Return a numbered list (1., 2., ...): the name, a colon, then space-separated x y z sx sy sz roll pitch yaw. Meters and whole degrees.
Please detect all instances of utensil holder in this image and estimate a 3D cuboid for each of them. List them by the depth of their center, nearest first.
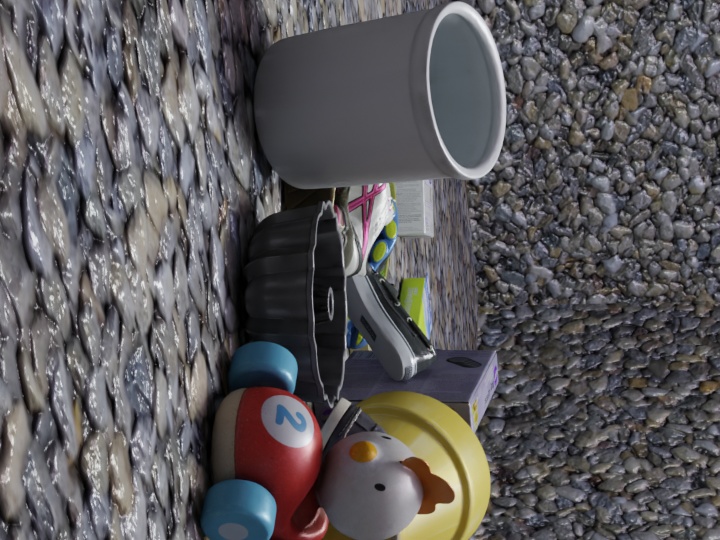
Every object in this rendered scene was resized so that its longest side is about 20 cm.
1. utensil holder: 0.018 -0.167 1.429 0.170 0.200 0.170 10 79 -59

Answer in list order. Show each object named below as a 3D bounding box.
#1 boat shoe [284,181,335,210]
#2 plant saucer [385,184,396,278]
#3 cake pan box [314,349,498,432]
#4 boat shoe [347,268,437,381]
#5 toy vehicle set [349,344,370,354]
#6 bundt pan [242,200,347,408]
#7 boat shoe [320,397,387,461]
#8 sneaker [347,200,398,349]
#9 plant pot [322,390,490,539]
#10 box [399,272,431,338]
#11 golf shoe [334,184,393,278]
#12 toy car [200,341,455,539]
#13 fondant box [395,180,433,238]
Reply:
1. boat shoe: -0.047 -0.146 1.578 0.063 0.073 0.201 78 14 -83
2. plant saucer: 0.011 -0.119 2.020 0.200 0.048 0.200 -81 167 -52
3. cake pan box: 0.055 0.146 1.755 0.184 0.200 0.052 -47 135 -70
4. boat shoe: 0.022 0.044 1.756 0.200 0.057 0.069 59 -29 21
5. toy vehicle set: 0.010 0.129 2.039 0.124 0.026 0.200 -72 159 -66
6. bundt pan: -0.064 0.033 1.393 0.202 0.076 0.202 -2 90 -81
7. boat shoe: -0.029 0.216 1.440 0.073 0.063 0.200 -54 169 -54
8. sneaker: 0.000 0.000 1.851 0.083 0.071 0.200 -161 -98 -86
9. plant pot: 0.018 0.249 1.580 0.189 0.201 0.201 -21 110 -64
10. box: 0.093 0.100 2.528 0.200 0.048 0.122 -76 163 -62
11. golf shoe: -0.001 -0.090 1.634 0.073 0.092 0.200 20 -87 55
12. toy car: -0.019 0.175 1.254 0.177 0.200 0.184 80 12 -45
13. fondant box: 0.092 -0.158 2.543 0.144 0.058 0.200 11 79 -81
